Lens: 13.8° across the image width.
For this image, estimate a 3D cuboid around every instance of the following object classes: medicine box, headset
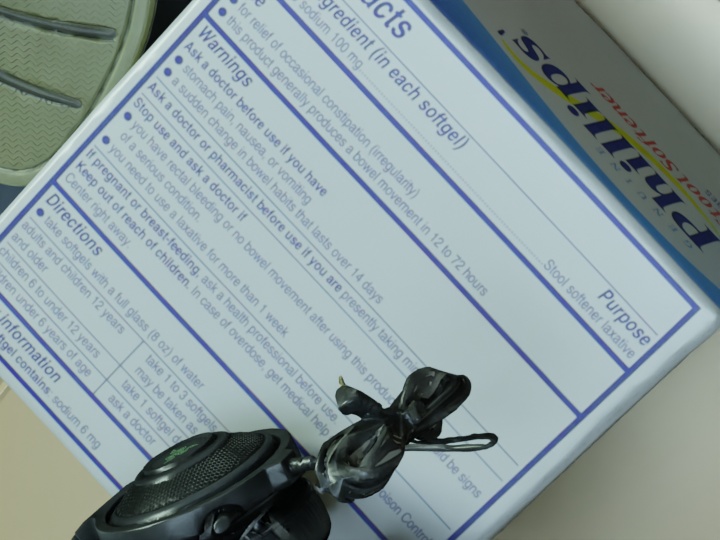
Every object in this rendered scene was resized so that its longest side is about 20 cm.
[{"bbox_3d":[0.000,0.000,0.949,0.182,0.103,0.200,47,113,4],"label":"medicine box"},{"bbox_3d":[-0.026,0.100,0.876,0.123,0.094,0.200,41,126,6],"label":"headset"}]

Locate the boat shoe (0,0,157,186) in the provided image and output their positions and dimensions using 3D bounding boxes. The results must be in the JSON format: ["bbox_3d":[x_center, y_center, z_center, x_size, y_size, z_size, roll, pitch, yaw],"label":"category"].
[{"bbox_3d":[-0.089,-0.127,0.970,0.074,0.068,0.201,16,107,8],"label":"boat shoe"}]
